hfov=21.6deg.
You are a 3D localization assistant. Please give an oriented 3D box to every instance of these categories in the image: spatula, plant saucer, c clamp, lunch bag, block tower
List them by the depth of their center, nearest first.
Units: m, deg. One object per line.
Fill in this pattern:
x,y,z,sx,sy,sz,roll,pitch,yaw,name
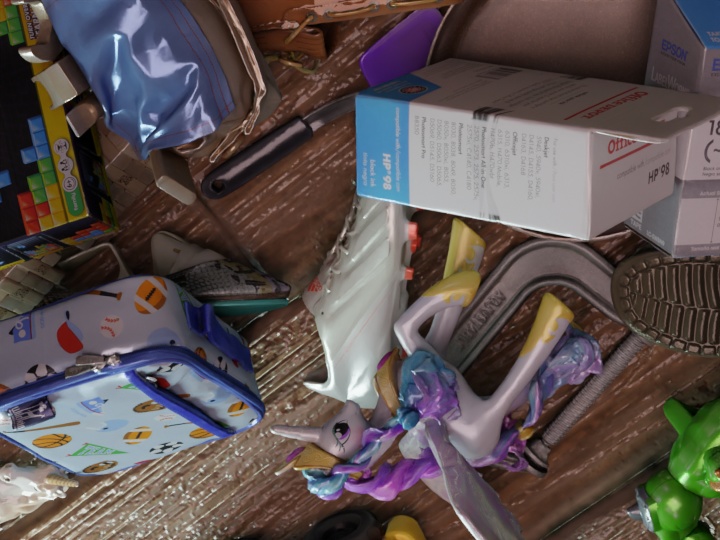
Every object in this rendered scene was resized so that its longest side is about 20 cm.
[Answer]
0.140,-0.118,1.217,0.199,0.032,0.202,1,108,3,plant saucer
-0.152,0.070,1.230,0.159,0.200,0.076,-16,69,12,lunch bag
-0.214,-0.028,1.241,0.200,0.054,0.058,-47,64,5,block tower
-0.022,-0.101,1.244,0.199,0.021,0.057,-30,115,16,spatula
0.140,0.067,1.287,0.171,0.027,0.200,42,107,-10,c clamp

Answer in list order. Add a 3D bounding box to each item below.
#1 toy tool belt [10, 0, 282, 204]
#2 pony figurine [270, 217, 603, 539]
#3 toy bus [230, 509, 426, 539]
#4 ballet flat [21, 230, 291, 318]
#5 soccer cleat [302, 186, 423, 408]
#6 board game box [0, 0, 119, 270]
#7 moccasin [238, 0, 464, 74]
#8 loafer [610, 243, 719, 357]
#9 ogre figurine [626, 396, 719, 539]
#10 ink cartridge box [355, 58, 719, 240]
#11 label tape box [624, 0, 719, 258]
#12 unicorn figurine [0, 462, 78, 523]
-0.142,-0.141,1.125,0.125,0.123,0.200,-30,105,33,toy tool belt
0.064,0.099,1.222,0.193,0.167,0.200,40,88,-15,pony figurine
-0.042,0.270,1.289,0.199,0.192,0.137,-17,106,9,toy bus
-0.148,0.010,1.275,0.199,0.072,0.072,-12,108,8,ballet flat
0.000,0.000,1.256,0.077,0.069,0.201,6,113,6,soccer cleat
-0.257,-0.098,1.201,0.164,0.057,0.201,-18,77,10,board game box
-0.032,-0.162,1.197,0.200,0.074,0.078,-17,103,10,moccasin
0.262,0.013,1.234,0.198,0.067,0.077,3,106,4,loafer
0.261,0.134,1.268,0.119,0.098,0.200,27,126,-23,ogre figurine
0.109,-0.071,1.114,0.199,0.116,0.067,13,112,32,ink cartridge box
0.250,-0.114,1.165,0.143,0.063,0.201,-4,113,-22,label tape box
-0.290,0.172,1.346,0.137,0.074,0.201,20,125,-12,unicorn figurine
